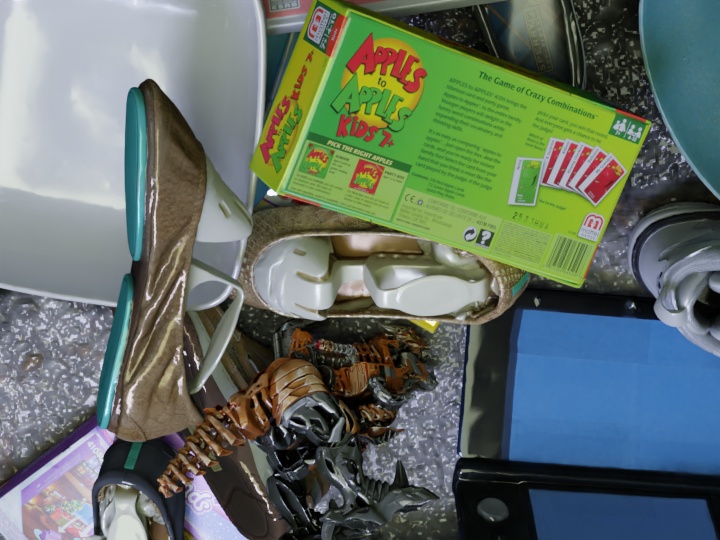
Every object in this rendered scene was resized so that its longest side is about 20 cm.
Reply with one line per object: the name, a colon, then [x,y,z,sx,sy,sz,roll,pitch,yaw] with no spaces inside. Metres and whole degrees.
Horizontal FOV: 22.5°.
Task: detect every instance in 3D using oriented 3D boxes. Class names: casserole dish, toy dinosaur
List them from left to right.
casserole dish: [-0.090,-0.118,1.045,0.120,0.039,0.201,21,107,0]
toy dinosaur: [-0.032,0.097,1.065,0.199,0.102,0.137,-22,81,-18]

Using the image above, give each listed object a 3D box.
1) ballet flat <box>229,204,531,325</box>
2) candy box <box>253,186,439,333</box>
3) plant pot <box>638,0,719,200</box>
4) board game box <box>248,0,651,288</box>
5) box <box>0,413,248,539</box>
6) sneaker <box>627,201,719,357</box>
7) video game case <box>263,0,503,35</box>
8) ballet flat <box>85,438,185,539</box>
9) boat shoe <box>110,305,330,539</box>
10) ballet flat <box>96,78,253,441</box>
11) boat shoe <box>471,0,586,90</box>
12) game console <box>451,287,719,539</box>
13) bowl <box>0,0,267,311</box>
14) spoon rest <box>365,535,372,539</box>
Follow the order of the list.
ballet flat: [0.000,0.000,1.059,0.198,0.065,0.071,-2,113,8]
candy box: [-0.015,-0.054,1.092,0.199,0.026,0.103,29,109,-5]
plant pot: [0.269,-0.129,0.985,0.134,0.200,0.201,-28,107,-28]
board game box: [0.050,-0.068,0.979,0.199,0.048,0.102,16,102,-29]
box: [-0.125,0.184,1.164,0.136,0.039,0.200,-36,102,13]
sneaker: [0.257,0.008,1.046,0.198,0.115,0.076,1,113,3]
video game case: [0.005,-0.238,0.998,0.142,0.017,0.202,-8,83,5]
ballet flat: [-0.136,0.201,1.113,0.072,0.073,0.202,-1,107,3]
boat shoe: [-0.083,0.066,1.113,0.071,0.076,0.201,-11,109,50]
ballet flat: [-0.095,-0.002,0.956,0.072,0.068,0.202,3,108,-15]
boat shoe: [0.086,-0.178,1.031,0.068,0.057,0.201,-19,105,9]
game console: [0.160,0.110,1.062,0.198,0.171,0.119,4,123,-6]
bowl: [-0.147,-0.089,1.002,0.198,0.075,0.202,8,108,4]
spoon rest: [0.096,0.180,1.140,0.198,0.061,0.100,-9,107,7]
